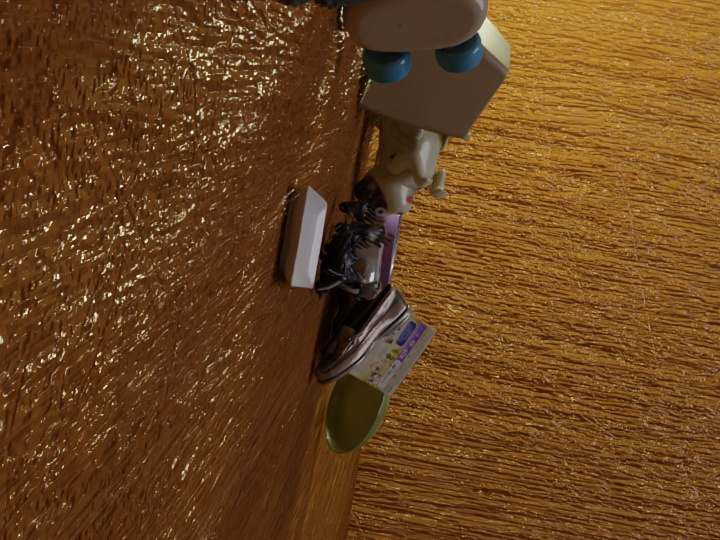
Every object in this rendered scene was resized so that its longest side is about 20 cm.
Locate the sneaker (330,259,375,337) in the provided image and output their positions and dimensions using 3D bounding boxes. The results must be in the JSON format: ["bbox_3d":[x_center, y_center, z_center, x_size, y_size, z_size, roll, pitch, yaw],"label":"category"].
[{"bbox_3d":[0.009,0.063,1.847,0.078,0.099,0.201,-116,-150,-47],"label":"sneaker"}]

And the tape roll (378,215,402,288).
[{"bbox_3d":[0.049,-0.060,2.434,0.200,0.065,0.201,9,90,-87],"label":"tape roll"}]

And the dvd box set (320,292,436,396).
[{"bbox_3d":[0.034,0.122,1.831,0.147,0.029,0.200,-55,140,0],"label":"dvd box set"}]

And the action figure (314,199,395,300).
[{"bbox_3d":[-0.006,-0.024,1.532,0.200,0.102,0.119,-76,-174,-59],"label":"action figure"}]

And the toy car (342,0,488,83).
[{"bbox_3d":[0.064,-0.373,1.340,0.185,0.176,0.201,73,12,-55],"label":"toy car"}]

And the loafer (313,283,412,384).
[{"bbox_3d":[-0.005,0.099,1.715,0.200,0.072,0.063,-39,113,-23],"label":"loafer"}]

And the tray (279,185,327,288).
[{"bbox_3d":[-0.065,-0.035,1.225,0.200,0.022,0.108,26,73,-86],"label":"tray"}]

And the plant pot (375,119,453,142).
[{"bbox_3d":[0.122,-0.348,2.012,0.200,0.199,0.177,93,19,-56],"label":"plant pot"}]

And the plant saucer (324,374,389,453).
[{"bbox_3d":[0.000,0.246,1.997,0.200,0.031,0.201,-44,-147,39],"label":"plant saucer"}]

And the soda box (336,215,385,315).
[{"bbox_3d":[0.000,0.000,1.872,0.064,0.068,0.201,-76,174,-45],"label":"soda box"}]

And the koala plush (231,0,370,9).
[{"bbox_3d":[-0.021,-0.264,0.605,0.177,0.183,0.201,165,-87,-85],"label":"koala plush"}]

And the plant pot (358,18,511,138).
[{"bbox_3d":[0.133,-0.331,1.730,0.200,0.177,0.200,-56,-171,29],"label":"plant pot"}]

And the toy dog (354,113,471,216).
[{"bbox_3d":[0.067,-0.189,1.878,0.201,0.193,0.139,-65,159,4],"label":"toy dog"}]
